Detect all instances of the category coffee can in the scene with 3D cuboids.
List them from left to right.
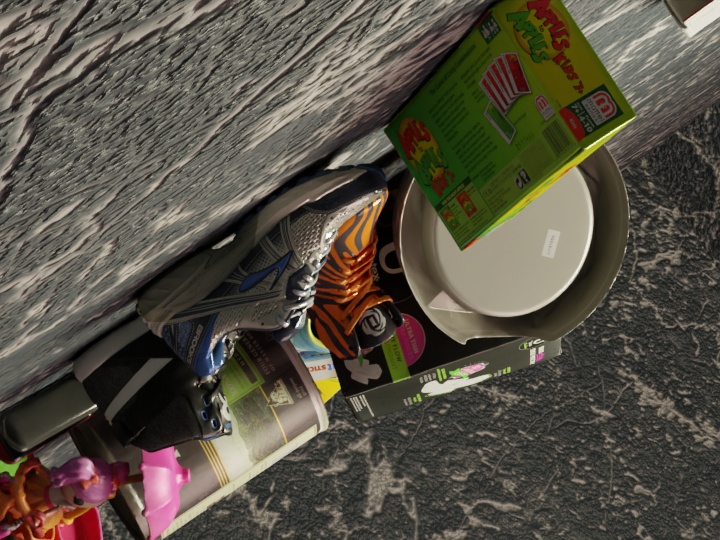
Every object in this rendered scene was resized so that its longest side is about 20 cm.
[{"bbox_3d":[-0.150,0.137,1.578,0.199,0.147,0.146,-33,176,-16],"label":"coffee can"}]

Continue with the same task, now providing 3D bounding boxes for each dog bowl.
[{"bbox_3d":[0.116,-0.038,1.399,0.199,0.201,0.059,-33,-159,-9],"label":"dog bowl"}]

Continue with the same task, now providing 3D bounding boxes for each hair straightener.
[{"bbox_3d":[-0.197,0.089,1.370,0.199,0.041,0.077,-25,171,-30],"label":"hair straightener"}]

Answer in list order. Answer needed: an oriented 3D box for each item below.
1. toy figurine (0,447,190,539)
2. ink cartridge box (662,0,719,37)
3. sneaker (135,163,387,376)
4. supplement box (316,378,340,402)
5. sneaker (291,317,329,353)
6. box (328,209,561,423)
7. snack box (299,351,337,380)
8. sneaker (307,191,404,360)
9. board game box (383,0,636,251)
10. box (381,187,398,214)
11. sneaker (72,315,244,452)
[{"bbox_3d":[-0.232,0.180,1.394,0.183,0.152,0.199,-30,149,30],"label":"toy figurine"},{"bbox_3d":[0.340,-0.270,1.435,0.199,0.044,0.173,-35,175,13],"label":"ink cartridge box"},{"bbox_3d":[-0.055,0.001,1.207,0.199,0.086,0.077,-35,175,12],"label":"sneaker"},{"bbox_3d":[-0.120,0.141,2.009,0.199,0.109,0.109,-37,-179,34],"label":"supplement box"},{"bbox_3d":[-0.004,0.030,1.702,0.199,0.080,0.130,-32,-162,-35],"label":"sneaker"},{"bbox_3d":[0.063,0.026,1.528,0.198,0.150,0.124,-18,164,0],"label":"box"},{"bbox_3d":[-0.043,0.068,1.794,0.071,0.025,0.200,-8,-164,-7],"label":"snack box"},{"bbox_3d":[0.000,0.000,1.386,0.077,0.113,0.200,-31,171,-23],"label":"sneaker"},{"bbox_3d":[0.091,-0.095,1.122,0.047,0.102,0.200,-30,175,-25],"label":"board game box"},{"bbox_3d":[0.059,-0.060,1.675,0.199,0.042,0.119,-25,170,-48],"label":"box"},{"bbox_3d":[-0.107,0.063,1.310,0.199,0.112,0.073,-34,177,0],"label":"sneaker"}]
